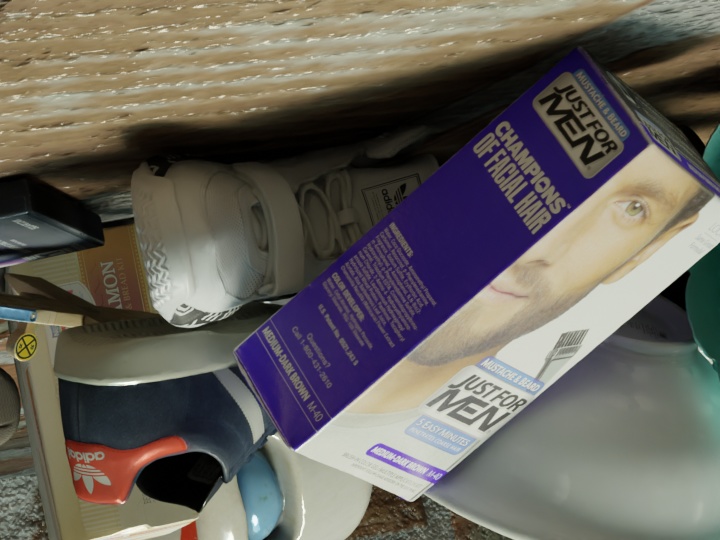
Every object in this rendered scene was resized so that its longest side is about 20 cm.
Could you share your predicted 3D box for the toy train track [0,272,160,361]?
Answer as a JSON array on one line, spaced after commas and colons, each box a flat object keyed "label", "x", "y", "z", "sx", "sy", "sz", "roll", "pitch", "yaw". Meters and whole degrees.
[{"label": "toy train track", "x": -0.163, "y": 0.029, "z": 1.143, "sx": 0.199, "sy": 0.033, "sz": 0.114, "roll": 10, "pitch": -170, "yaw": -45}]

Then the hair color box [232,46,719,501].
[{"label": "hair color box", "x": 0.056, "y": 0.006, "z": 1.052, "sx": 0.200, "sy": 0.065, "sz": 0.109, "roll": -43, "pitch": 148, "yaw": 13}]

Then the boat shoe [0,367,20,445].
[{"label": "boat shoe", "x": -0.286, "y": 0.060, "z": 1.359, "sx": 0.198, "sy": 0.075, "sz": 0.073, "roll": 7, "pitch": -171, "yaw": -8}]

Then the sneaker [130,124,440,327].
[{"label": "sneaker", "x": -0.024, "y": -0.025, "z": 1.079, "sx": 0.114, "sy": 0.076, "sz": 0.200, "roll": -13, "pitch": 178, "yaw": 15}]

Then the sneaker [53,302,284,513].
[{"label": "sneaker", "x": -0.062, "y": 0.062, "z": 1.114, "sx": 0.075, "sy": 0.085, "sz": 0.199, "roll": 6, "pitch": -172, "yaw": 41}]

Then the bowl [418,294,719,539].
[{"label": "bowl", "x": 0.103, "y": 0.055, "z": 1.170, "sx": 0.200, "sy": 0.091, "sz": 0.201, "roll": 15, "pitch": -161, "yaw": -5}]

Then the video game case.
[{"label": "video game case", "x": -0.229, "y": -0.006, "z": 1.129, "sx": 0.198, "sy": 0.019, "sz": 0.143, "roll": -13, "pitch": 173, "yaw": 6}]

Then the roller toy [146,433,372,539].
[{"label": "roller toy", "x": -0.096, "y": 0.104, "z": 1.506, "sx": 0.139, "sy": 0.201, "sz": 0.183, "roll": -24, "pitch": 166, "yaw": -31}]

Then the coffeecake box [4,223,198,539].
[{"label": "coffeecake box", "x": -0.142, "y": 0.069, "z": 1.316, "sx": 0.072, "sy": 0.155, "sz": 0.200, "roll": -10, "pitch": 174, "yaw": -10}]

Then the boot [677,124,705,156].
[{"label": "boot", "x": 0.120, "y": -0.031, "z": 1.220, "sx": 0.075, "sy": 0.074, "sz": 0.200, "roll": -26, "pitch": 170, "yaw": 22}]

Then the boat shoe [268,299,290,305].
[{"label": "boat shoe", "x": 0.000, "y": 0.000, "z": 1.320, "sx": 0.067, "sy": 0.072, "sz": 0.200, "roll": 1, "pitch": 173, "yaw": 26}]

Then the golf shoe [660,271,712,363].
[{"label": "golf shoe", "x": 0.210, "y": 0.040, "z": 1.277, "sx": 0.198, "sy": 0.073, "sz": 0.092, "roll": 9, "pitch": 146, "yaw": -8}]

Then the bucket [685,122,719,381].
[{"label": "bucket", "x": 0.260, "y": -0.009, "z": 1.150, "sx": 0.206, "sy": 0.209, "sz": 0.135, "roll": -13, "pitch": 173, "yaw": 20}]
